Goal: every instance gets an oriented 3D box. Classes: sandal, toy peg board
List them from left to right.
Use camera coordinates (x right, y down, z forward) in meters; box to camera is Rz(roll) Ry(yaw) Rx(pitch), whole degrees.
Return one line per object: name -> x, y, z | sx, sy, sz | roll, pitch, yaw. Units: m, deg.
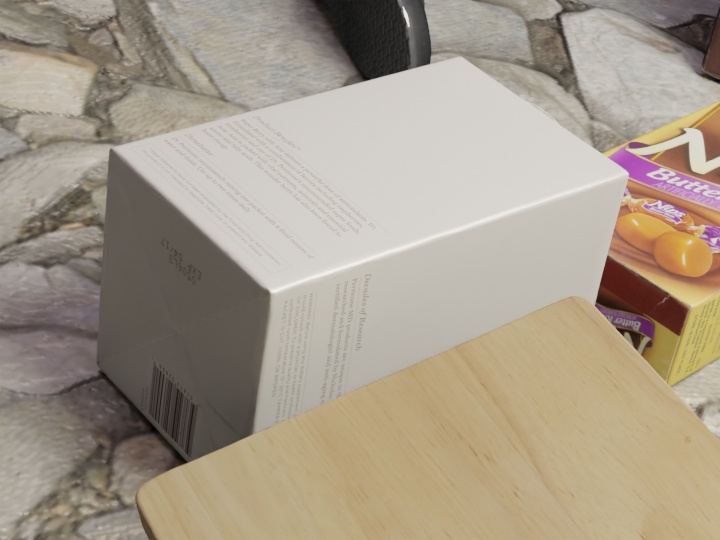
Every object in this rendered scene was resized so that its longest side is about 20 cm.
sandal -> 0.005, -0.183, 1.052 | 0.043, 0.076, 0.200 | -7, 38, -20
toy peg board -> 0.051, 0.137, 0.626 | 0.199, 0.098, 0.200 | -23, 44, -16

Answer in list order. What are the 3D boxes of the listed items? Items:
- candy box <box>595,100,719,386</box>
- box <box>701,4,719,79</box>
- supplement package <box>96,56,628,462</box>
candy box -> 0.180, -0.022, 0.892 | 0.200, 0.057, 0.117 | -24, 46, -40
box -> 0.338, -0.207, 1.065 | 0.164, 0.201, 0.166 | 26, 39, 21
supplement package -> 0.000, 0.000, 0.758 | 0.199, 0.120, 0.121 | -18, 43, -34
